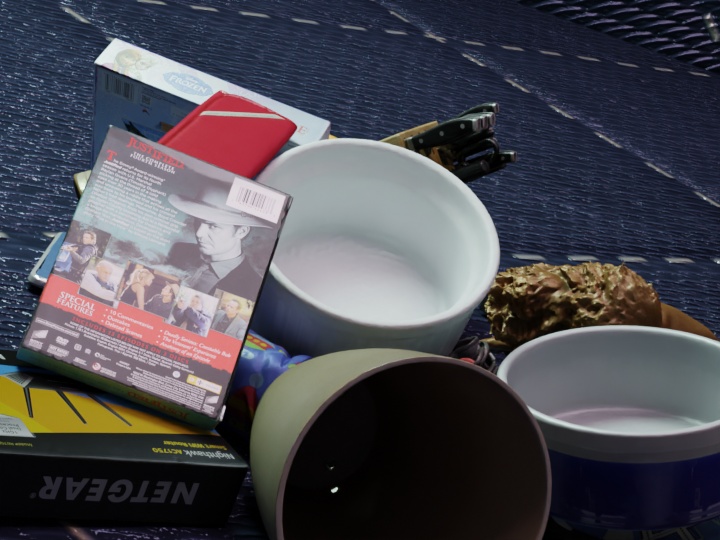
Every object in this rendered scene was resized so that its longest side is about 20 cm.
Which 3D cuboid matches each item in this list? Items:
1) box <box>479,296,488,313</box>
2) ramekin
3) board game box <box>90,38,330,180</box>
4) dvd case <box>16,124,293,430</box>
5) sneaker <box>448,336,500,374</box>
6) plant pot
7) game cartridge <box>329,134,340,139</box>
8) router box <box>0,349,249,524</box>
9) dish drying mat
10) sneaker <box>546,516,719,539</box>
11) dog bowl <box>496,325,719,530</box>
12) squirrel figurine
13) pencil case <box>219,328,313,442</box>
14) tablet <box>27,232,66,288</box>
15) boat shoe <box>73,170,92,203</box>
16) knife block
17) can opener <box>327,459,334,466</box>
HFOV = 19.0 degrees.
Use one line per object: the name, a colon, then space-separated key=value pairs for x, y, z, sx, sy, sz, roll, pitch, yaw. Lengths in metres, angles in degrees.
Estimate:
box: x=0.228 y=0.054 z=2.066 sx=0.200 sy=0.036 sz=0.143 roll=-3 pitch=30 yaw=-47
ramekin: x=0.000 y=0.000 z=1.672 sx=0.199 sy=0.098 sz=0.201 roll=9 pitch=46 yaw=-9
board game box: x=-0.131 y=-0.076 z=1.802 sx=0.199 sy=0.200 sz=0.041 roll=23 pitch=47 yaw=11
dvd case: x=-0.140 y=0.002 z=1.501 sx=0.145 sy=0.022 sz=0.201 roll=20 pitch=56 yaw=-6
sneaker: x=0.094 y=0.099 z=1.720 sx=0.199 sy=0.082 sz=0.077 roll=19 pitch=18 yaw=-1
plant pot: x=0.002 y=0.128 z=1.434 sx=0.187 sy=0.188 sz=0.200 roll=12 pitch=6 yaw=-22
game cartridge: x=-0.102 y=-0.073 z=1.856 sx=0.176 sy=0.200 sz=0.032 roll=23 pitch=53 yaw=9
router box: x=-0.195 y=0.109 z=1.435 sx=0.199 sy=0.051 sz=0.149 roll=7 pitch=22 yaw=-39
dish drying mat: x=-0.119 y=-0.084 z=1.626 sx=0.077 sy=0.018 sz=0.200 roll=27 pitch=33 yaw=9
sneaker: x=0.218 y=0.179 z=1.631 sx=0.199 sy=0.077 sz=0.076 roll=13 pitch=21 yaw=-15
dog bowl: x=0.200 y=0.114 z=1.600 sx=0.199 sy=0.079 sz=0.200 roll=-1 pitch=22 yaw=0
squirrel figurine: x=0.182 y=0.052 z=1.791 sx=0.186 sy=0.142 sz=0.200 roll=29 pitch=-21 yaw=47
pencil case: x=-0.118 y=0.060 z=1.613 sx=0.200 sy=0.078 sz=0.087 roll=28 pitch=44 yaw=23
tablet: x=-0.169 y=0.022 z=1.776 sx=0.199 sy=0.014 sz=0.130 roll=20 pitch=18 yaw=-3
boat shoe: x=-0.153 y=-0.012 z=1.575 sx=0.069 sy=0.074 sz=0.200 roll=-21 pitch=51 yaw=-9
knife block: x=0.030 y=-0.084 z=1.869 sx=0.199 sy=0.064 sz=0.176 roll=-21 pitch=1 yaw=-11
can opener: x=0.031 y=0.118 z=1.607 sx=0.199 sy=0.079 sz=0.063 roll=-8 pitch=-10 yaw=-40
